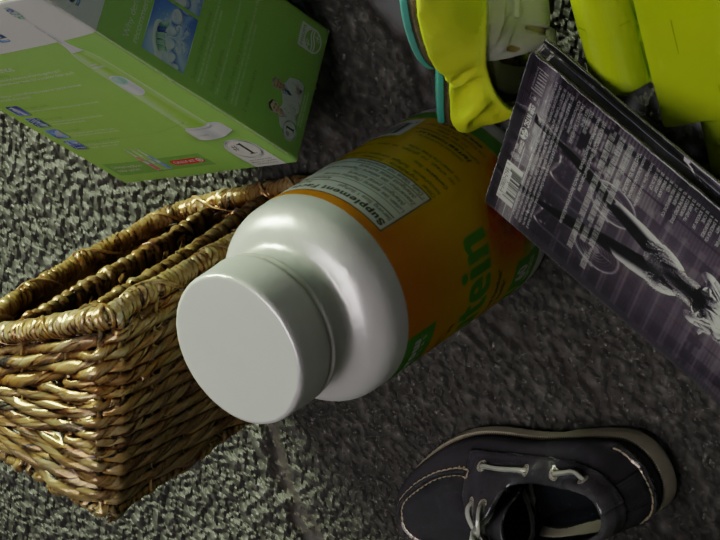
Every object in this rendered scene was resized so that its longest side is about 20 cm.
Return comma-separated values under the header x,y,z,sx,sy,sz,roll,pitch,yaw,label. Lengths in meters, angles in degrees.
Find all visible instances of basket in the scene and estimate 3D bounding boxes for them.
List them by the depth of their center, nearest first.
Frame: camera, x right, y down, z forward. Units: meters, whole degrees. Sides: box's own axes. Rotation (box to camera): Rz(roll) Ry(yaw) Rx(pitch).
x,y,z,sx,sy,sz,roll,pitch,yaw,label
-0.127,0.017,1.403,0.142,0.200,0.150,28,132,29,basket

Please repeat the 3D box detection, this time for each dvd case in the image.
x,y,z,sx,sy,sz,roll,pitch,yaw,label
0.148,-0.009,1.176,0.200,0.016,0.149,42,156,14,dvd case

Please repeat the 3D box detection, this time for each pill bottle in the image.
x,y,z,sx,sy,sz,roll,pitch,yaw,label
0.000,0.000,1.277,0.111,0.200,0.112,21,126,32,pill bottle

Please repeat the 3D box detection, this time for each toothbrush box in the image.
x,y,z,sx,sy,sz,roll,pitch,yaw,label
-0.139,-0.129,1.333,0.145,0.200,0.087,-5,65,44,toothbrush box

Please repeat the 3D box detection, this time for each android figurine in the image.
x,y,z,sx,sy,sz,roll,pitch,yaw,label
0.184,-0.132,1.108,0.181,0.041,0.201,-6,123,17,android figurine

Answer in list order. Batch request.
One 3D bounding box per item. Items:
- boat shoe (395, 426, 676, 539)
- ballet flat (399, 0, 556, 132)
x,y,z,sx,sy,sz,roll,pitch,yaw,label
0.083,0.130,1.377,0.199,0.063,0.073,-13,104,45,boat shoe
0.061,-0.117,1.197,0.067,0.200,0.067,0,76,8,ballet flat
